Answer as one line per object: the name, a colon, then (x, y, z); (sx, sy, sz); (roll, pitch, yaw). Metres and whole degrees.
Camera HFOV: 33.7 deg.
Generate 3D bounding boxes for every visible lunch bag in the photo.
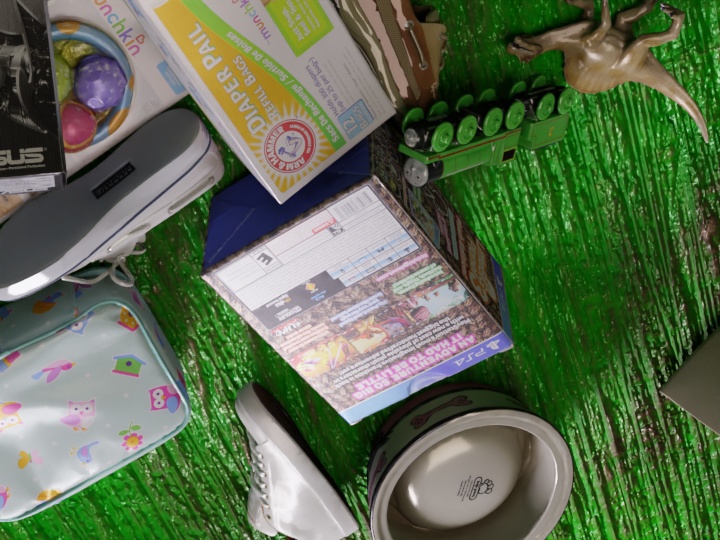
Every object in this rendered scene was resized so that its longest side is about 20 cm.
lunch bag: (-0.243, 0.102, 0.946); (0.198, 0.077, 0.161); (-27, 125, -1)

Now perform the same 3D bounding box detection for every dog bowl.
dog bowl: (0.094, 0.192, 1.109); (0.198, 0.074, 0.202); (-8, 120, -14)

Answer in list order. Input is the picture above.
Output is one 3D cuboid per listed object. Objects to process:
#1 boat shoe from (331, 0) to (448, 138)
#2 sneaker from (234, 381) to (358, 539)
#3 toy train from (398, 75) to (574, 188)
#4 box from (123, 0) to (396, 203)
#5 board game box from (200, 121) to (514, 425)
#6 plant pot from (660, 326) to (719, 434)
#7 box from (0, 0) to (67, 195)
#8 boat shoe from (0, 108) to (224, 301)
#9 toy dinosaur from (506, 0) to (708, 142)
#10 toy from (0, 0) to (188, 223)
boat shoe: (0.031, -0.166, 0.885); (0.073, 0.076, 0.201); (-34, 124, -1)
sneaker: (-0.074, 0.187, 1.051); (0.084, 0.073, 0.201); (-30, 125, -2)
toy train: (0.098, -0.107, 0.911); (0.199, 0.042, 0.057); (-22, 131, -44)
box: (-0.080, -0.165, 0.824); (0.112, 0.101, 0.201); (-38, 124, -4)
board game box: (0.000, 0.000, 0.929); (0.158, 0.097, 0.200); (-27, 125, 21)
plant pot: (0.442, 0.112, 1.108); (0.199, 0.200, 0.178); (27, 97, -29)
box: (-0.297, -0.124, 0.766); (0.198, 0.048, 0.160); (-6, 82, -14)
boat shoe: (-0.186, -0.032, 0.897); (0.201, 0.075, 0.086); (-39, 140, -7)
toy dinosaur: (0.213, -0.180, 0.958); (0.198, 0.059, 0.102); (16, 128, -17)
toy: (-0.220, -0.115, 0.846); (0.199, 0.047, 0.116); (-33, 125, 3)
